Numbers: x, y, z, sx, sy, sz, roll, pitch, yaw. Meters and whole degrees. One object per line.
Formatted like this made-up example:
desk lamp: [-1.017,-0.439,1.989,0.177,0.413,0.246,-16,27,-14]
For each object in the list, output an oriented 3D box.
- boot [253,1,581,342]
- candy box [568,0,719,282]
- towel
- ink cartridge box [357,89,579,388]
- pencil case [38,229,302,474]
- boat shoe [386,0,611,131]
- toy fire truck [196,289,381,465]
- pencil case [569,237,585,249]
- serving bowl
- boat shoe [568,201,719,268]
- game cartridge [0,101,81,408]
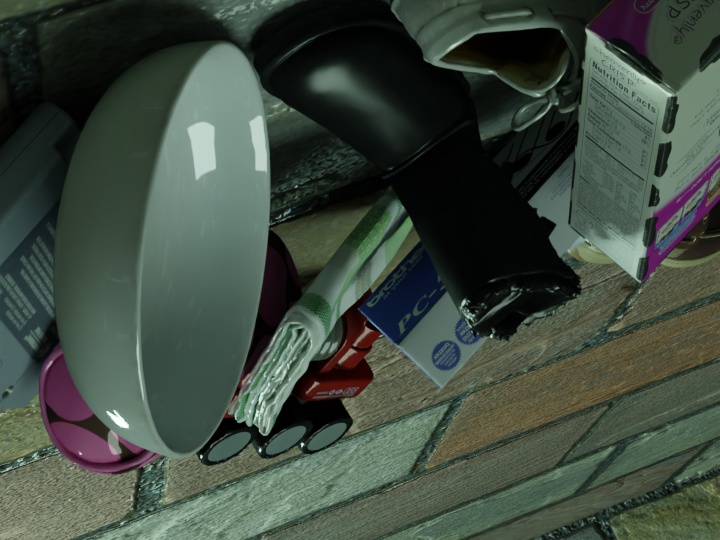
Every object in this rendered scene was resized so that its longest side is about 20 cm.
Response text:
boot: [0.037,-0.047,0.878,0.073,0.164,0.198,-32,161,22]
candy box: [0.177,-0.099,0.874,0.136,0.061,0.200,-45,159,-17]
towel: [0.000,0.000,1.011,0.200,0.031,0.149,-52,178,-34]
ink cartridge box: [0.090,-0.026,1.013,0.200,0.044,0.094,-48,-161,-1]
pencil case: [-0.105,0.035,0.970,0.090,0.095,0.200,-9,-162,25]
boat shoe: [0.092,-0.117,0.875,0.074,0.087,0.201,-33,160,27]
toy fire truck: [-0.026,0.050,1.175,0.200,0.129,0.175,-47,153,26]
pencil case: [0.166,-0.071,1.109,0.199,0.084,0.091,-30,167,17]
serving bowl: [-0.102,-0.014,0.805,0.065,0.202,0.200,7,167,12]
boat shoe: [0.246,-0.049,1.299,0.198,0.073,0.072,-2,155,-35]
game cartridge: [-0.179,0.004,0.865,0.133,0.041,0.200,-46,166,-13]
